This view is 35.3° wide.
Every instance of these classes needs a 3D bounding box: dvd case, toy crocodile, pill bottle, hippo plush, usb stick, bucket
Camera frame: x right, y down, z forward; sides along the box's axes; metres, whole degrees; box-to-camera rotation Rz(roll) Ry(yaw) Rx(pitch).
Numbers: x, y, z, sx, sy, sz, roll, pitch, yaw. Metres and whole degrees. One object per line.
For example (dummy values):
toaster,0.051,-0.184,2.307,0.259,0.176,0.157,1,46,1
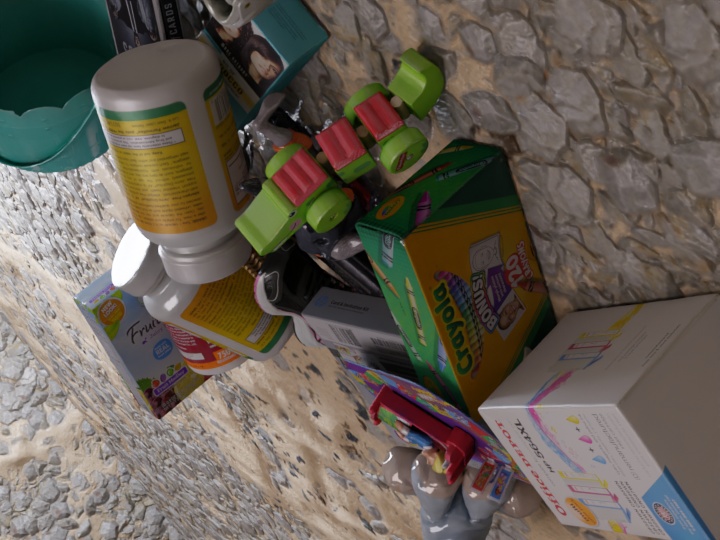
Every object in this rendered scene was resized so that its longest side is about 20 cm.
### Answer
dvd case,-0.207,-0.238,1.084,0.150,0.025,0.201,36,140,49
toy crocodile,-0.015,-0.090,0.876,0.068,0.200,0.062,53,-174,19
pill bottle,-0.172,0.018,1.268,0.199,0.113,0.113,27,169,-32
hippo plush,0.085,0.278,1.185,0.159,0.162,0.200,18,165,-26
usb stick,0.000,0.000,1.147,0.200,0.033,0.056,39,162,21
pill bottle,-0.160,-0.093,1.018,0.112,0.113,0.201,25,138,42
bucket,-0.349,-0.215,1.234,0.207,0.207,0.135,40,158,19
pill bottle,-0.210,0.026,1.435,0.113,0.113,0.201,18,142,48

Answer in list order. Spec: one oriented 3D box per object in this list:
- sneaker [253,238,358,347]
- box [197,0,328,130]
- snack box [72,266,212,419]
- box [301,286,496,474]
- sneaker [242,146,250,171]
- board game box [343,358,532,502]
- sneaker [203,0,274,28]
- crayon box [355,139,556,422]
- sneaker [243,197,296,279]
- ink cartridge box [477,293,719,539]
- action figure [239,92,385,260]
sneaker,-0.039,0.027,1.189,0.086,0.081,0.200,10,163,24
box,-0.103,-0.192,1.022,0.082,0.049,0.200,51,156,-4
snack box,-0.264,0.070,1.523,0.068,0.168,0.201,20,143,49
box,0.052,0.105,1.065,0.155,0.041,0.200,10,142,47
sneaker,-0.187,-0.113,1.246,0.106,0.075,0.200,46,156,6
board game box,0.056,0.146,0.987,0.158,0.039,0.200,42,164,-28
sneaker,-0.052,-0.234,0.800,0.074,0.115,0.200,52,154,-1
crayon box,0.084,0.011,0.917,0.058,0.119,0.201,21,143,46
sneaker,-0.131,-0.058,1.193,0.090,0.075,0.200,51,177,40
ink cartridge box,0.200,0.113,0.860,0.129,0.125,0.200,54,154,-10
action figure,-0.055,-0.078,1.028,0.200,0.105,0.194,43,171,25
